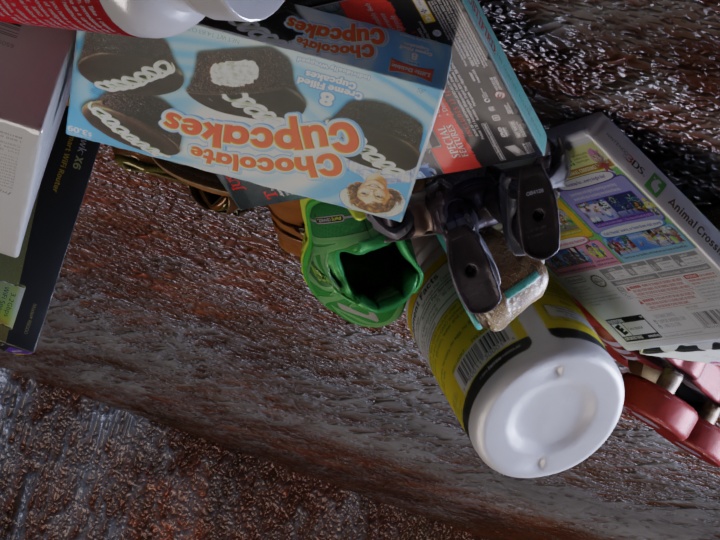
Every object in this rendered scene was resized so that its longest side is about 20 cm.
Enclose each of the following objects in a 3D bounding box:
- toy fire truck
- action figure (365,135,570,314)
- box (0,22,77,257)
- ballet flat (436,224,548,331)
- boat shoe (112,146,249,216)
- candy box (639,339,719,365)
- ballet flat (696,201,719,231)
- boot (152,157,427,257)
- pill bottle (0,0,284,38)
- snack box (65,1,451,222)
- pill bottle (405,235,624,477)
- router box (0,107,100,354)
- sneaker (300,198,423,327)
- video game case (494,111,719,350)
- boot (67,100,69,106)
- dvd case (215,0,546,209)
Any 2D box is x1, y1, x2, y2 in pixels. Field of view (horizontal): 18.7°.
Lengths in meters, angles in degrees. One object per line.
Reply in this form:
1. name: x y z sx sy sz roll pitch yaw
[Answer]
1. toy fire truck: 0.225 0.058 1.697 0.167 0.113 0.200 28 176 35
2. action figure: 0.072 -0.040 1.324 0.129 0.070 0.200 -25 -165 -1
3. box: -0.220 -0.121 1.270 0.106 0.153 0.200 18 157 -7
4. ballet flat: 0.087 -0.016 1.438 0.071 0.065 0.200 61 -176 -23
5. boat shoe: -0.099 -0.073 1.600 0.199 0.069 0.072 23 165 -32
6. candy box: 0.303 0.033 1.504 0.135 0.062 0.200 8 172 -27
7. ballet flat: 0.234 -0.021 1.440 0.067 0.047 0.199 26 165 -39
8. boot: -0.052 -0.060 1.541 0.198 0.077 0.155 -1 160 -7
9. pill bottle: -0.133 -0.175 1.084 0.199 0.113 0.112 10 166 29
10. snack box: -0.058 -0.098 1.200 0.198 0.037 0.117 14 142 -2
11. pill bottle: 0.099 0.043 1.555 0.114 0.115 0.200 25 -157 -34
12. router box: -0.287 -0.057 1.606 0.156 0.202 0.052 20 169 -21
13. sneaker: 0.000 0.000 1.476 0.074 0.084 0.200 -22 156 -2
14. video game case: 0.168 -0.021 1.436 0.182 0.022 0.200 44 161 -12
15. boot: -0.253 -0.141 1.479 0.143 0.071 0.201 25 161 -7
16. dvd case: -0.012 -0.102 1.231 0.199 0.022 0.146 -10 136 25
